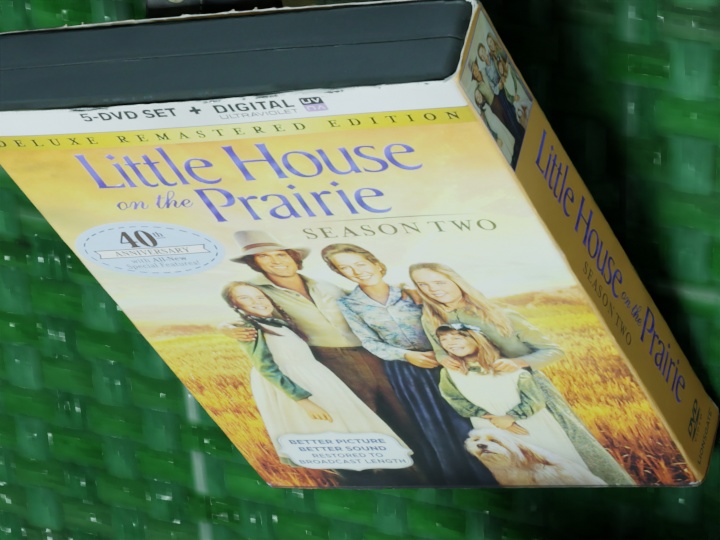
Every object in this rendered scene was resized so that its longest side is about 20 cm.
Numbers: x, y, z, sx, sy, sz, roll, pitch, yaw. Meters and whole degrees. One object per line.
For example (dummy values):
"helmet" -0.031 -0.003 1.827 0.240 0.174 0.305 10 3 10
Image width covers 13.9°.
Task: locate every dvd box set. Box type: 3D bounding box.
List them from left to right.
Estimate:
"dvd box set" 0.000 0.000 0.813 0.146 0.029 0.200 -2 146 25

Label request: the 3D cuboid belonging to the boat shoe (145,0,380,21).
"boat shoe" -0.041 -0.124 0.747 0.068 0.072 0.200 7 132 19
